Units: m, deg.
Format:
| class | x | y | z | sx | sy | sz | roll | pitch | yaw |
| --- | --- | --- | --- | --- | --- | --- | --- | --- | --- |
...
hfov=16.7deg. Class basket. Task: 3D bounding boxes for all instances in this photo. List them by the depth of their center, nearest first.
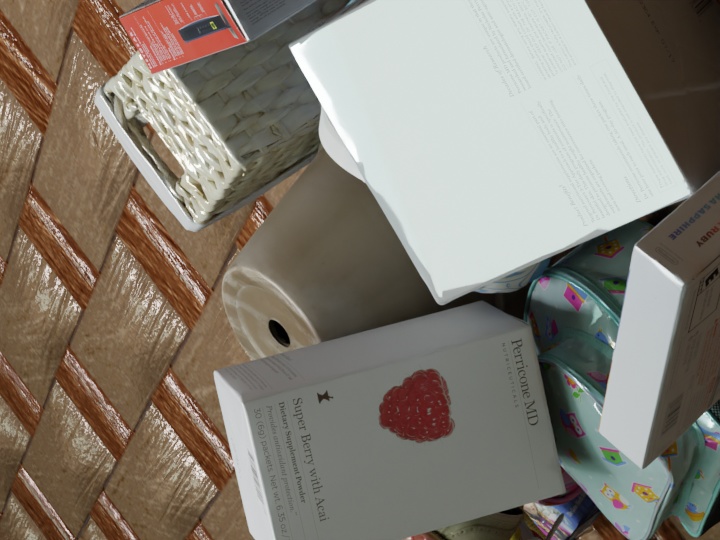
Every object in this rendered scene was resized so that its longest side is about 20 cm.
| class | x | y | z | sx | sy | sz | roll | pitch | yaw |
| --- | --- | --- | --- | --- | --- | --- | --- | --- | --- |
| basket | -0.076 | -0.145 | 1.846 | 0.136 | 0.200 | 0.123 | 53 | 150 | 4 |

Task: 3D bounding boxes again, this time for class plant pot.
| class | x | y | z | sx | sy | sz | roll | pitch | yaw |
| --- | --- | --- | --- | --- | --- | --- | --- | --- | --- |
| plant pot | 0.000 | 0.000 | 1.768 | 0.200 | 0.173 | 0.201 | 38 | 148 | 29 |

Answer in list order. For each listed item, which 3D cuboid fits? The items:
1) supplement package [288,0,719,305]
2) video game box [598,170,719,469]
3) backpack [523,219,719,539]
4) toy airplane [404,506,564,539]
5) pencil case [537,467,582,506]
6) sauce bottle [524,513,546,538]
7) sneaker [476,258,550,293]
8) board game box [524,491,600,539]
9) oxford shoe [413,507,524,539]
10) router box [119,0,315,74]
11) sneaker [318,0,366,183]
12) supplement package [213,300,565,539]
| class | x | y | z | sx | sy | sz | roll | pitch | yaw |
| --- | --- | --- | --- | --- | --- | --- | --- | --- | --- |
| supplement package | 0.106 | -0.118 | 1.500 | 0.200 | 0.147 | 0.192 | -25 | 100 | 37 |
| video game box | 0.225 | 0.003 | 1.472 | 0.047 | 0.182 | 0.200 | 41 | 153 | 24 |
| backpack | 0.193 | 0.072 | 1.673 | 0.200 | 0.153 | 0.176 | 54 | 163 | 23 |
| toy airplane | 0.118 | 0.194 | 1.898 | 0.200 | 0.199 | 0.141 | 37 | 108 | 15 |
| pencil case | 0.085 | 0.106 | 1.822 | 0.200 | 0.087 | 0.088 | 23 | 141 | 42 |
| sauce bottle | 0.177 | 0.275 | 2.067 | 0.200 | 0.065 | 0.065 | 44 | 154 | 26 |
| sneaker | 0.068 | -0.066 | 1.674 | 0.072 | 0.072 | 0.201 | -57 | 45 | 43 |
| board game box | 0.130 | 0.106 | 1.960 | 0.199 | 0.043 | 0.200 | 50 | 156 | 14 |
| oxford shoe | 0.034 | 0.141 | 1.752 | 0.200 | 0.074 | 0.071 | 40 | -171 | -30 |
| router box | -0.048 | -0.213 | 1.690 | 0.049 | 0.200 | 0.179 | 60 | 156 | -11 |
| sneaker | 0.013 | -0.126 | 1.621 | 0.200 | 0.074 | 0.082 | -111 | 34 | -53 |
| supplement package | 0.018 | 0.107 | 1.639 | 0.120 | 0.199 | 0.122 | -152 | 48 | -76 |
